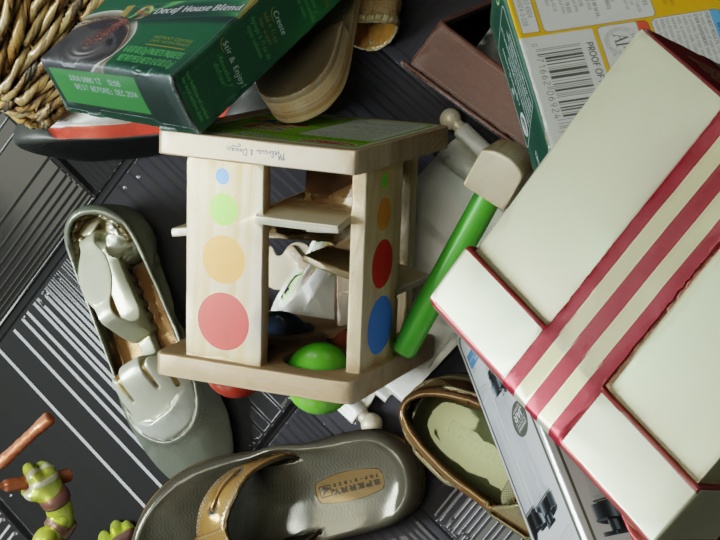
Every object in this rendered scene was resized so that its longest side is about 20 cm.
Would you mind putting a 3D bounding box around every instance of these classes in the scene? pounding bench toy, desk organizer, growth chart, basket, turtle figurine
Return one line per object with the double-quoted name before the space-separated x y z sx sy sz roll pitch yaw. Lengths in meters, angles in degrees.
"pounding bench toy" 0.000 0.000 0.995 0.198 0.124 0.158 7 103 25
"desk organizer" 0.129 -0.088 1.013 0.200 0.072 0.077 39 97 22
"growth chart" 0.024 -0.002 1.076 0.200 0.018 0.145 -44 69 13
"basket" -0.238 -0.205 1.107 0.142 0.149 0.201 -38 48 15
"turtle figurine" -0.188 0.185 1.067 0.064 0.161 0.202 22 92 23

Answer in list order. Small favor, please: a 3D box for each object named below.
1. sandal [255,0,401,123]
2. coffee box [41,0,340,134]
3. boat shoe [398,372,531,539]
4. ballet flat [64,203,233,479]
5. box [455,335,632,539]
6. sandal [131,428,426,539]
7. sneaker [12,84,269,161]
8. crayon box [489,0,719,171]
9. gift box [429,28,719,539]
"sandal" -0.010 -0.153 1.075 0.077 0.070 0.213 -8 45 26
"coffee box" -0.077 -0.160 1.018 0.122 0.044 0.200 14 50 43
"boat shoe" 0.103 0.123 0.997 0.199 0.074 0.076 26 95 23
"ballet flat" -0.141 0.049 1.116 0.067 0.064 0.201 -27 75 18
"box" 0.139 0.098 0.937 0.060 0.116 0.201 114 141 -52
"sandal" -0.056 0.150 1.066 0.198 0.055 0.082 -16 94 18
"sneaker" -0.130 -0.135 1.132 0.200 0.067 0.109 -6 81 19
"crayon box" 0.180 -0.114 0.942 0.198 0.052 0.127 -9 57 -5
"gift box" 0.172 0.029 0.821 0.187 0.199 0.185 -53 52 17
